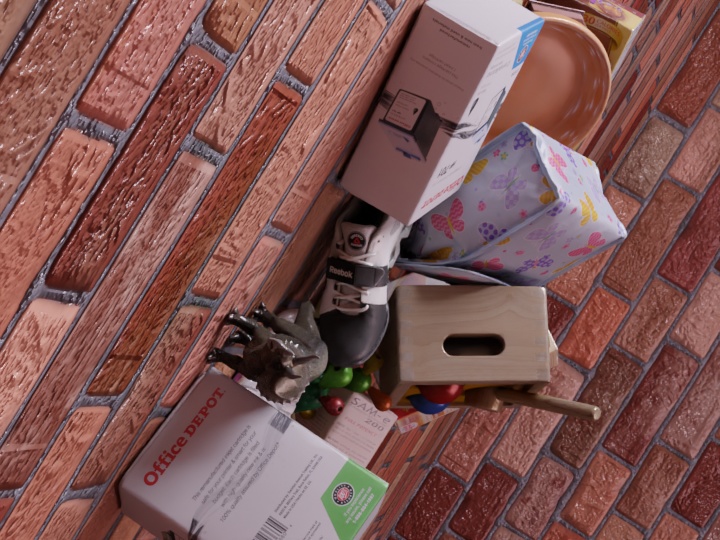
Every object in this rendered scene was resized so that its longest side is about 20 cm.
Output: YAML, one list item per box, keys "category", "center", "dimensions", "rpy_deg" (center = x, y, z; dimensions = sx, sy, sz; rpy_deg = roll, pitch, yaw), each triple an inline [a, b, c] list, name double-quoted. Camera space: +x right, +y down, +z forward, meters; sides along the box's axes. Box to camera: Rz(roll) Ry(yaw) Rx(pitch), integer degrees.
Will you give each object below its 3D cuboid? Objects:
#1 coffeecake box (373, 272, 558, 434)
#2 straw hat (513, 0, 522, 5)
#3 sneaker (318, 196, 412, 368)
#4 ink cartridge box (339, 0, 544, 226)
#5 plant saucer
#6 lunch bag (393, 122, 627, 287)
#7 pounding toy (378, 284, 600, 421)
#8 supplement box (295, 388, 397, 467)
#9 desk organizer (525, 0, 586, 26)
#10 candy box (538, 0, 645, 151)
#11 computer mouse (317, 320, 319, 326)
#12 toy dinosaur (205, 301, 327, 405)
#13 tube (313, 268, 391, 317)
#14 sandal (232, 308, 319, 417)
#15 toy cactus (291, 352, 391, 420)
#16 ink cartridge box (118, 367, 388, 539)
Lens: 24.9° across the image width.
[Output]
- category: "coffeecake box"
  center: [0.103, 0.072, 1.855]
  dimensions: [0.200, 0.154, 0.073]
  rpy_deg: [-24, 161, -1]
- category: "straw hat"
  center: [0.157, -0.202, 1.757]
  dimensions: [0.201, 0.085, 0.201]
  rpy_deg: [-54, 168, -18]
- category: "sneaker"
  center: [-0.005, -0.006, 1.605]
  dimensions: [0.089, 0.074, 0.200]
  rpy_deg: [54, 46, -63]
- category: "ink cartridge box"
  center: [0.077, -0.159, 1.537]
  dimensions: [0.146, 0.086, 0.200]
  rpy_deg: [-37, 155, -60]
- category: "plant saucer"
  center: [0.159, -0.184, 1.680]
  dimensions: [0.037, 0.200, 0.200]
  rpy_deg: [-111, -143, -47]
- category: "lunch bag"
  center: [0.148, -0.041, 1.692]
  dimensions: [0.200, 0.127, 0.169]
  rpy_deg: [-30, 154, 23]
- category: "pounding toy"
  center: [0.128, 0.099, 1.695]
  dimensions: [0.184, 0.199, 0.143]
  rpy_deg: [113, -23, -74]
- category: "supplement box"
  center: [-0.062, 0.211, 1.812]
  dimensions: [0.200, 0.073, 0.126]
  rpy_deg: [-57, -149, -1]
- category: "desk organizer"
  center: [0.196, -0.203, 1.880]
  dimensions: [0.077, 0.072, 0.200]
  rpy_deg: [-102, -152, -47]
- category: "candy box"
  center: [0.241, -0.241, 1.935]
  dimensions: [0.056, 0.117, 0.200]
  rpy_deg: [-48, 165, -53]
- category: "computer mouse"
  center: [0.000, 0.000, 1.789]
  dimensions: [0.059, 0.034, 0.200]
  rpy_deg: [14, 105, -48]
- category: "toy dinosaur"
  center: [-0.072, 0.077, 1.485]
  dimensions: [0.077, 0.102, 0.200]
  rpy_deg: [-59, 168, 10]
- category: "tube"
  center: [0.017, -0.028, 1.727]
  dimensions: [0.200, 0.058, 0.052]
  rpy_deg: [-63, -175, 22]
- category: "sandal"
  center: [-0.106, 0.129, 1.605]
  dimensions: [0.050, 0.082, 0.203]
  rpy_deg: [4, -127, 53]
- category: "toy cactus"
  center: [-0.059, 0.137, 1.696]
  dimensions: [0.165, 0.102, 0.200]
  rpy_deg: [-40, -166, -14]
- category: "ink cartridge box"
  center: [-0.098, 0.206, 1.478]
  dimensions: [0.146, 0.200, 0.084]
  rpy_deg: [-52, 170, -24]
